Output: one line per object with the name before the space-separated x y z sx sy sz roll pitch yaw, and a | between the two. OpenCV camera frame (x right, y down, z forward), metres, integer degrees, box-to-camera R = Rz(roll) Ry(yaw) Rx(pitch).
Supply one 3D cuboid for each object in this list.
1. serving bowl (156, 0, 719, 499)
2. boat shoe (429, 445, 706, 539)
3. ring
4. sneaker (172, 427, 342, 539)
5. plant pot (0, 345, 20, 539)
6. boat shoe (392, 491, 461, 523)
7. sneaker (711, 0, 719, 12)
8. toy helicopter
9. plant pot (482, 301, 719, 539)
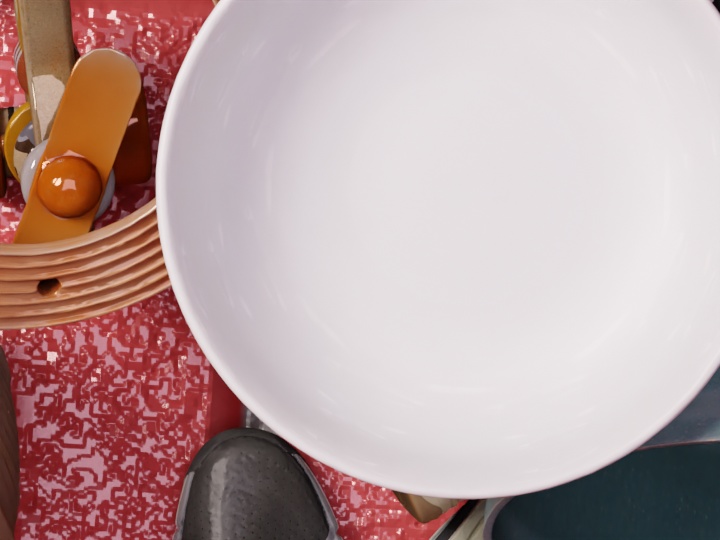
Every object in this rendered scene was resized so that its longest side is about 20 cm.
serving bowl | 0.035 -0.027 0.664 0.200 0.066 0.201 0 93 4
boat shoe | 0.079 0.106 0.852 0.072 0.068 0.200 46 70 2
ring | -0.109 -0.065 0.671 0.200 0.019 0.201 -11 128 -14
sneaker | -0.033 0.168 0.807 0.075 0.115 0.200 -6 93 -8
plant pot | -0.203 0.050 0.761 0.201 0.201 0.093 39 56 -7
boat shoe | 0.008 0.002 0.793 0.065 0.072 0.200 -26 101 -7
sneaker | 0.229 -0.145 0.848 0.200 0.071 0.080 -15 59 -1
toy helicopter | -0.119 -0.076 0.746 0.079 0.132 0.200 -6 133 -8
plant pot | 0.149 0.044 0.760 0.200 0.200 0.134 9 61 -8
